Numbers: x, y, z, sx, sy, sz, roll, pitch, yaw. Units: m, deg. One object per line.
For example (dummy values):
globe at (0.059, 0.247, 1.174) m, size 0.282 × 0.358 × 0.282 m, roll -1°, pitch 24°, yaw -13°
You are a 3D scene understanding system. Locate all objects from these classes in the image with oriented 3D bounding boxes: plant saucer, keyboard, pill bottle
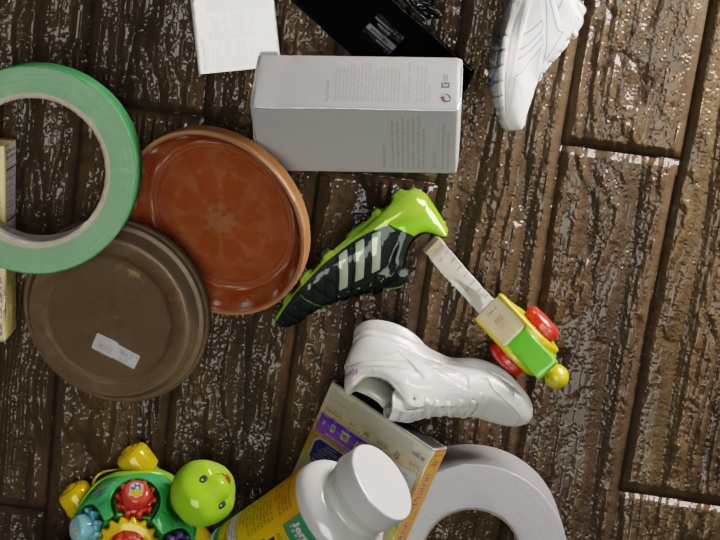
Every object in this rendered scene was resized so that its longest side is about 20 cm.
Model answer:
plant saucer at (-0.250, 0.044, 1.664) m, size 0.199 × 0.029 × 0.201 m, roll 3°, pitch 109°, yaw 10°
plant saucer at (-0.140, -0.051, 1.628) m, size 0.200 × 0.032 × 0.201 m, roll 11°, pitch 120°, yaw 20°
keyboard at (0.033, -0.246, 1.623) m, size 0.200 × 0.040 × 0.104 m, roll 40°, pitch 123°, yaw -10°
pill bottle at (-0.049, 0.258, 1.626) m, size 0.200 × 0.113 × 0.113 m, roll -37°, pitch 101°, yaw 26°

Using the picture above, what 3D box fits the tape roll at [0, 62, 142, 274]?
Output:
tape roll at (-0.312, -0.099, 1.587) m, size 0.200 × 0.048 × 0.201 m, roll 0°, pitch 102°, yaw 0°

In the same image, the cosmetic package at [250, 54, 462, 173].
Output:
cosmetic package at (-0.002, -0.151, 1.592) m, size 0.199 × 0.074 × 0.102 m, roll 3°, pitch 145°, yaw 3°

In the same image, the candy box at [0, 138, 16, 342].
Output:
candy box at (-0.408, -0.033, 1.653) m, size 0.115 × 0.055 × 0.201 m, roll 2°, pitch 103°, yaw -1°

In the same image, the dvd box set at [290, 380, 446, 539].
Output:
dvd box set at (-0.009, 0.235, 1.687) m, size 0.146 × 0.029 × 0.201 m, roll 30°, pitch 104°, yaw 33°

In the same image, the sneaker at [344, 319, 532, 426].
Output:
sneaker at (0.075, 0.127, 1.665) m, size 0.199 × 0.100 × 0.075 m, roll 21°, pitch 144°, yaw 1°

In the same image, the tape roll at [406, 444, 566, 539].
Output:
tape roll at (0.114, 0.287, 1.722) m, size 0.199 × 0.066 × 0.201 m, roll 0°, pitch 103°, yaw -1°

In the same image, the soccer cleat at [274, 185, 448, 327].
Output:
soccer cleat at (0.000, 0.000, 1.654) m, size 0.200 × 0.068 × 0.081 m, roll -41°, pitch 92°, yaw 6°

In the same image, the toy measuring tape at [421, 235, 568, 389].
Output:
toy measuring tape at (0.141, 0.044, 1.679) m, size 0.074 × 0.074 × 0.200 m, roll -45°, pitch 77°, yaw 9°

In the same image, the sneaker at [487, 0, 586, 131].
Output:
sneaker at (0.174, -0.232, 1.601) m, size 0.087 × 0.075 × 0.201 m, roll 9°, pitch 103°, yaw -7°

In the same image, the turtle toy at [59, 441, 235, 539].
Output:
turtle toy at (-0.216, 0.258, 1.696) m, size 0.200 × 0.101 × 0.146 m, roll -33°, pitch 101°, yaw 7°

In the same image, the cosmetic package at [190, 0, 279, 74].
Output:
cosmetic package at (-0.128, -0.296, 1.595) m, size 0.082 × 0.051 × 0.201 m, roll -6°, pitch 103°, yaw -2°
